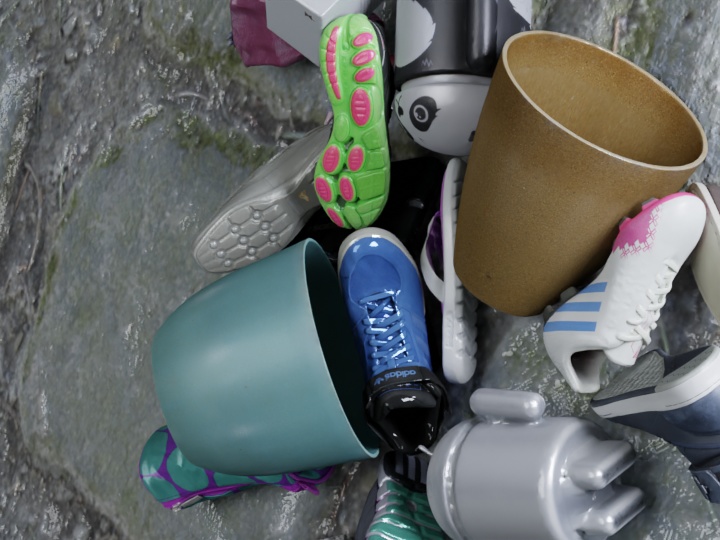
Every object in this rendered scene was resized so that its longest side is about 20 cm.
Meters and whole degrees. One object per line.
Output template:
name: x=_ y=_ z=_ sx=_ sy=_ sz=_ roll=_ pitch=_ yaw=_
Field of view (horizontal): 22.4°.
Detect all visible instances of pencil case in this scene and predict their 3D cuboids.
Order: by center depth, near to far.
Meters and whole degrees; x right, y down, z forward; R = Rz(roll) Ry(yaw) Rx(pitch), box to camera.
pencil case: x=-0.118 y=0.182 z=1.761 sx=0.199 sy=0.085 sz=0.093 roll=-15 pitch=60 yaw=39

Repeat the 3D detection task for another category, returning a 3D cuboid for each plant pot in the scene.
plant pot: x=0.159 y=-0.067 z=1.521 sx=0.187 sy=0.186 sz=0.200 roll=54 pitch=130 yaw=34
plant pot: x=-0.089 y=0.091 z=1.608 sx=0.160 sy=0.201 sz=0.201 roll=-18 pitch=68 yaw=10

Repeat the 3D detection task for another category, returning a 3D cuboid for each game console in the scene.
game console: x=0.000 y=0.000 z=1.737 sx=0.199 sy=0.116 sz=0.176 roll=-6 pitch=47 yaw=40

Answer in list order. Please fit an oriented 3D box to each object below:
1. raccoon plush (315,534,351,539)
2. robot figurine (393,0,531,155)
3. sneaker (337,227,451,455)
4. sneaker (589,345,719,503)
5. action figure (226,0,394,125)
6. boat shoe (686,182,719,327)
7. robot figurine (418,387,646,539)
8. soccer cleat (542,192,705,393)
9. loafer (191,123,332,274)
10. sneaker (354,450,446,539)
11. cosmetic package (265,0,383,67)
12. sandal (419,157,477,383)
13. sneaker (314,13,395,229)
raccoon plush: x=-0.093 y=0.333 z=1.710 sx=0.199 sy=0.097 sz=0.135 roll=-19 pitch=77 yaw=37
robot figurine: x=0.089 y=-0.203 z=1.625 sx=0.124 sy=0.150 sz=0.201 roll=-2 pitch=80 yaw=28
sneaker: x=0.030 y=0.068 z=1.584 sx=0.111 sy=0.076 sz=0.201 roll=-106 pitch=6 yaw=-61
sneaker: x=0.266 y=0.136 z=1.436 sx=0.077 sy=0.146 sz=0.202 roll=-40 pitch=6 yaw=-13
action figure: x=-0.033 y=-0.235 z=1.783 sx=0.199 sy=0.134 sz=0.149 roll=21 pitch=53 yaw=29
boat shoe: x=0.310 y=0.015 z=1.433 sx=0.072 sy=0.059 sz=0.201 roll=97 pitch=160 yaw=-58
robot figurine: x=0.137 y=0.179 z=1.517 sx=0.199 sy=0.113 sz=0.170 roll=-3 pitch=103 yaw=40
soccer cleat: x=0.221 y=0.023 z=1.461 sx=0.200 sy=0.070 sz=0.087 roll=-53 pitch=45 yaw=40
loafer: x=-0.078 y=-0.070 z=1.734 sx=0.200 sy=0.070 sz=0.070 roll=-35 pitch=29 yaw=-4
sneaker: x=0.029 y=0.247 z=1.589 sx=0.200 sy=0.074 sz=0.088 roll=-78 pitch=13 yaw=-62
cosmetic package: x=0.001 y=-0.295 z=1.671 sx=0.071 sy=0.102 sz=0.200 roll=37 pitch=73 yaw=12
sandal: x=0.074 y=-0.001 z=1.623 sx=0.050 sy=0.082 sz=0.204 roll=-2 pitch=81 yaw=16
sneaker: x=0.005 y=-0.134 z=1.650 sx=0.076 sy=0.084 sz=0.201 roll=11 pitch=110 yaw=21
